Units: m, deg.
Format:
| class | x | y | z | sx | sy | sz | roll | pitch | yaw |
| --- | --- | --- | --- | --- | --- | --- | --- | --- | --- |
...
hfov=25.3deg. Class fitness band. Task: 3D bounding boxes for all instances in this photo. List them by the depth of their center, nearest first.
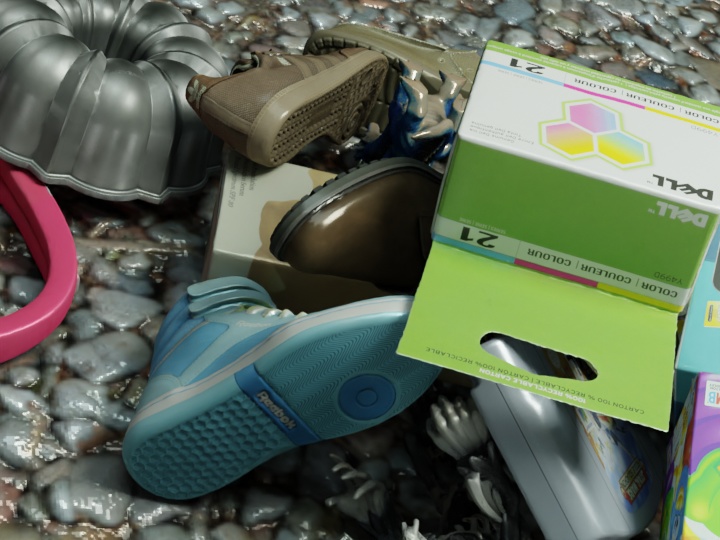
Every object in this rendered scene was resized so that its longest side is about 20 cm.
| class | x | y | z | sx | sy | sz | roll | pitch | yaw |
| --- | --- | --- | --- | --- | --- | --- | --- | --- | --- |
| fitness band | -0.255 | -0.018 | 0.982 | 0.142 | 0.038 | 0.201 | -14 | 50 | -28 |

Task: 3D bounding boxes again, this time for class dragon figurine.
| class | x | y | z | sx | sy | sz | roll | pitch | yaw |
| --- | --- | --- | --- | --- | --- | --- | --- | --- | --- |
| dragon figurine | 0.037 | -0.078 | 1.072 | 0.058 | 0.101 | 0.200 | 13 | 19 | -12 |

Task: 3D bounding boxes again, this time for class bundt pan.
| class | x | y | z | sx | sy | sz | roll | pitch | yaw |
| --- | --- | --- | --- | --- | --- | --- | --- | --- | --- |
| bundt pan | -0.174 | -0.134 | 1.073 | 0.200 | 0.076 | 0.203 | 19 | 32 | -12 |

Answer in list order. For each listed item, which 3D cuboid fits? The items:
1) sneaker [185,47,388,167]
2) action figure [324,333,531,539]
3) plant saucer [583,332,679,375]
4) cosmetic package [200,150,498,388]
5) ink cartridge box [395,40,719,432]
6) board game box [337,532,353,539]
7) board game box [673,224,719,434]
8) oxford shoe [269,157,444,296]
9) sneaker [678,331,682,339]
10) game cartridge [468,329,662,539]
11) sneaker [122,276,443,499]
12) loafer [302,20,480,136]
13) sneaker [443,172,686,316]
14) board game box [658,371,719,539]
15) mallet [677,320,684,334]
| class | x | y | z | sx | sy | sz | roll | pitch | yaw |
| --- | --- | --- | --- | --- | --- | --- | --- | --- | --- |
| sneaker | -0.044 | -0.125 | 1.070 | 0.075 | 0.071 | 0.200 | 31 | 22 | 12 |
| action figure | 0.040 | 0.120 | 0.881 | 0.102 | 0.118 | 0.201 | 49 | 28 | -24 |
| plant saucer | 0.141 | -0.006 | 0.990 | 0.200 | 0.031 | 0.201 | 45 | 21 | -23 |
| cosmetic package | 0.000 | 0.000 | 1.024 | 0.197 | 0.072 | 0.106 | 11 | 41 | -9 |
| ink cartridge box | 0.112 | -0.023 | 0.843 | 0.146 | 0.076 | 0.201 | 16 | 37 | 3 |
| board game box | 0.031 | 0.233 | 0.782 | 0.199 | 0.024 | 0.105 | 39 | 76 | 18 |
| board game box | 0.227 | 0.005 | 0.960 | 0.046 | 0.151 | 0.202 | 10 | 64 | 15 |
| oxford shoe | 0.034 | -0.014 | 0.919 | 0.198 | 0.073 | 0.085 | -3 | 51 | -44 |
| sneaker | 0.289 | 0.090 | 1.038 | 0.197 | 0.077 | 0.081 | 15 | 52 | 0 |
| game cartridge | 0.121 | 0.088 | 0.908 | 0.134 | 0.041 | 0.200 | 58 | 19 | 5 |
| sneaker | -0.044 | 0.037 | 0.906 | 0.198 | 0.080 | 0.131 | -23 | 34 | 15 |
| loafer | 0.052 | -0.130 | 1.187 | 0.198 | 0.077 | 0.068 | 23 | 33 | 4 |
| sneaker | 0.155 | -0.048 | 1.123 | 0.198 | 0.089 | 0.074 | 22 | 42 | 6 |
| board game box | 0.207 | 0.172 | 0.833 | 0.103 | 0.103 | 0.202 | 9 | 61 | 6 |
| mallet | 0.214 | 0.034 | 1.097 | 0.197 | 0.041 | 0.066 | 2 | 45 | -12 |
